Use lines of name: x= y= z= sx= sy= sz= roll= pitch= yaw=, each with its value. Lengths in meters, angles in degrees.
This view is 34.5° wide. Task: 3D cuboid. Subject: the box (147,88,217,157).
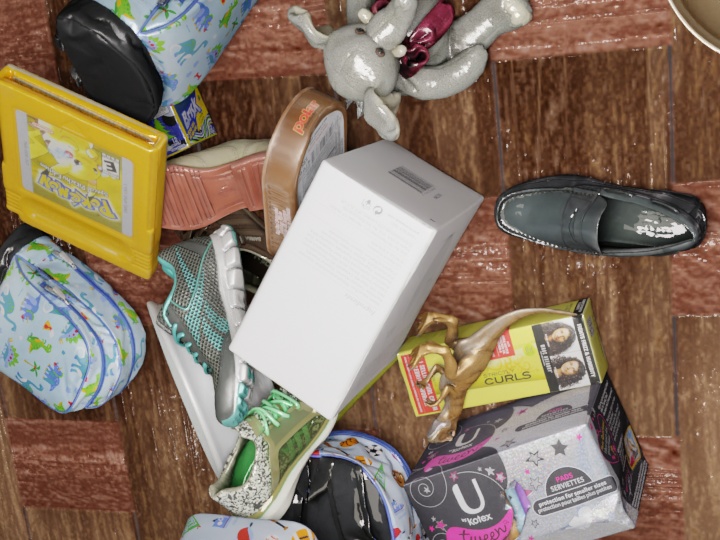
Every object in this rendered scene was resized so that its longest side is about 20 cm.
box: x=-0.255 y=-0.131 z=1.228 sx=0.197 sy=0.070 sz=0.065 roll=-20 pitch=100 yaw=25

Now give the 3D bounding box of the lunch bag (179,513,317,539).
lunch bag: x=-0.100 y=0.326 z=1.126 sx=0.157 sy=0.076 sz=0.203 roll=3 pitch=124 yaw=17

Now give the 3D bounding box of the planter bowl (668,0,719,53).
planter bowl: x=0.340 y=-0.271 z=0.916 sx=0.197 sy=0.135 sz=0.204 roll=7 pitch=109 yaw=20

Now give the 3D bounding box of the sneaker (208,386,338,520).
sneaker: x=-0.085 y=0.155 z=1.135 sx=0.076 sy=0.088 sz=0.203 roll=14 pitch=75 yaw=38

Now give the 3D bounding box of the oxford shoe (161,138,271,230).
oxford shoe: x=-0.154 y=-0.092 z=1.189 sx=0.196 sy=0.074 sz=0.072 roll=-6 pitch=122 yaw=10

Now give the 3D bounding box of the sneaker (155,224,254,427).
sneaker: x=-0.151 y=0.057 z=1.118 sx=0.089 sy=0.078 sz=0.203 roll=-8 pitch=64 yaw=-4

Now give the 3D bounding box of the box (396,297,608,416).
box: x=0.140 y=0.087 z=1.150 sx=0.197 sy=0.050 sz=0.077 roll=-12 pitch=102 yaw=25

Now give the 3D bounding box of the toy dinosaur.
toy dinosaur: x=0.106 y=0.076 z=1.112 sx=0.105 sy=0.061 sz=0.201 roll=24 pitch=121 yaw=-14

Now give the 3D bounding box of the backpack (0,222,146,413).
backpack: x=-0.337 y=0.068 z=1.295 sx=0.198 sy=0.154 sz=0.164 roll=32 pitch=109 yaw=-5

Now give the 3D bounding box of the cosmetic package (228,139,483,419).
cosmetic package: x=0.000 y=0.000 z=1.087 sx=0.122 sy=0.199 sz=0.202 roll=31 pitch=109 yaw=10

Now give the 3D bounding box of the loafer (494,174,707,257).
loafer: x=0.217 y=-0.049 z=1.067 sx=0.197 sy=0.070 sz=0.069 roll=5 pitch=108 yaw=20

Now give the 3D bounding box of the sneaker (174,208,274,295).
sneaker: x=-0.143 y=-0.034 z=1.211 sx=0.198 sy=0.075 sz=0.071 roll=32 pitch=115 yaw=9

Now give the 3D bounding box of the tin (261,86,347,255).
tin: x=-0.052 y=-0.085 z=1.108 sx=0.041 sy=0.113 sz=0.201 roll=27 pitch=151 yaw=16

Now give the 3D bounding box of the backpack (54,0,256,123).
backpack: x=-0.179 y=-0.256 z=1.096 sx=0.151 sy=0.164 sz=0.203 roll=16 pitch=67 yaw=8

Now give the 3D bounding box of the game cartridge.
game cartridge: x=-0.278 y=-0.092 z=1.154 sx=0.174 sy=0.033 sz=0.202 roll=24 pitch=140 yaw=6

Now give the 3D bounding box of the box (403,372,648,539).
box: x=0.162 y=0.199 z=1.130 sx=0.198 sy=0.132 sz=0.116 roll=-24 pitch=98 yaw=25

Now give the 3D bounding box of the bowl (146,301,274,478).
bowl: x=-0.147 y=0.111 z=1.221 sx=0.089 sy=0.201 sz=0.204 roll=-22 pitch=99 yaw=-13

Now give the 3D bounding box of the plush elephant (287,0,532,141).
plush elephant: x=0.026 y=-0.209 z=1.046 sx=0.165 sy=0.155 sz=0.200 roll=43 pitch=116 yaw=4

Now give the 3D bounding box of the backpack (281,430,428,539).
backpack: x=-0.014 y=0.265 z=1.207 sx=0.196 sy=0.154 sz=0.194 roll=-2 pitch=108 yaw=22

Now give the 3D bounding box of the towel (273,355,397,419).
towel: x=-0.045 y=0.123 z=1.255 sx=0.086 sy=0.018 sz=0.200 roll=43 pitch=116 yaw=0
